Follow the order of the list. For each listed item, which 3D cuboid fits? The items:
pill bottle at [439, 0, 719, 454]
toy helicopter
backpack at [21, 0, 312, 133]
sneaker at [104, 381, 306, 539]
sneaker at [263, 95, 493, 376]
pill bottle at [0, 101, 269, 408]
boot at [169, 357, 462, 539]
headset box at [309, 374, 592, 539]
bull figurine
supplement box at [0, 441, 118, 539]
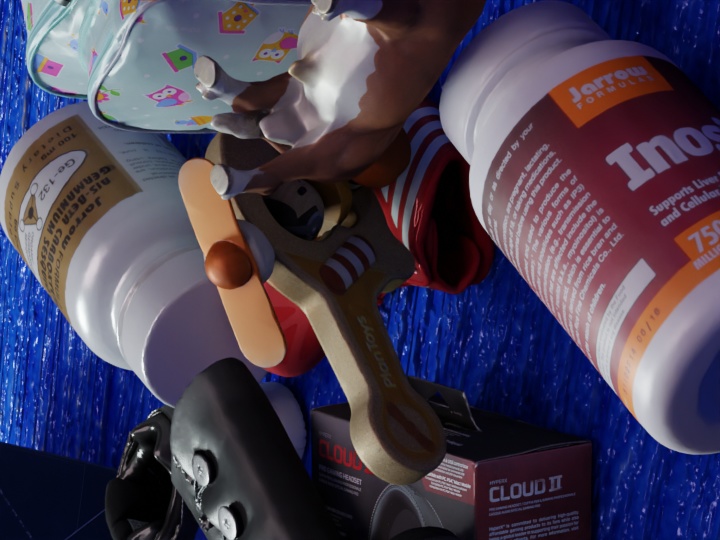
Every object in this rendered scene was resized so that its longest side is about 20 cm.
[{"bbox_3d":[0.118,-0.025,1.040,0.200,0.113,0.113,53,135,37],"label":"pill bottle"},{"bbox_3d":[-0.018,0.010,1.145,0.079,0.132,0.201,-41,64,36],"label":"toy helicopter"},{"bbox_3d":[-0.092,-0.156,1.281,0.200,0.175,0.154,-34,63,57],"label":"backpack"},{"bbox_3d":[-0.103,0.161,1.403,0.077,0.111,0.201,43,129,44],"label":"sneaker"},{"bbox_3d":[0.000,0.000,1.256,0.116,0.078,0.201,53,137,39],"label":"sneaker"},{"bbox_3d":[-0.125,-0.007,1.397,0.200,0.114,0.115,46,131,48],"label":"pill bottle"},{"bbox_3d":[-0.026,0.120,1.196,0.200,0.065,0.165,62,140,37],"label":"boot"},{"bbox_3d":[0.044,0.154,1.215,0.149,0.077,0.201,14,108,55],"label":"headset box"},{"bbox_3d":[0.003,-0.109,1.056,0.065,0.121,0.200,54,135,28],"label":"bull figurine"},{"bbox_3d":[-0.251,0.231,1.568,0.200,0.134,0.201,-25,54,55],"label":"supplement box"}]
